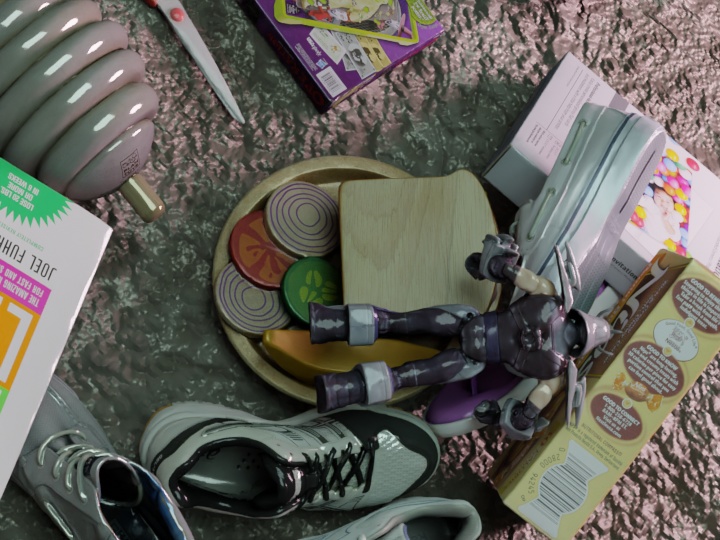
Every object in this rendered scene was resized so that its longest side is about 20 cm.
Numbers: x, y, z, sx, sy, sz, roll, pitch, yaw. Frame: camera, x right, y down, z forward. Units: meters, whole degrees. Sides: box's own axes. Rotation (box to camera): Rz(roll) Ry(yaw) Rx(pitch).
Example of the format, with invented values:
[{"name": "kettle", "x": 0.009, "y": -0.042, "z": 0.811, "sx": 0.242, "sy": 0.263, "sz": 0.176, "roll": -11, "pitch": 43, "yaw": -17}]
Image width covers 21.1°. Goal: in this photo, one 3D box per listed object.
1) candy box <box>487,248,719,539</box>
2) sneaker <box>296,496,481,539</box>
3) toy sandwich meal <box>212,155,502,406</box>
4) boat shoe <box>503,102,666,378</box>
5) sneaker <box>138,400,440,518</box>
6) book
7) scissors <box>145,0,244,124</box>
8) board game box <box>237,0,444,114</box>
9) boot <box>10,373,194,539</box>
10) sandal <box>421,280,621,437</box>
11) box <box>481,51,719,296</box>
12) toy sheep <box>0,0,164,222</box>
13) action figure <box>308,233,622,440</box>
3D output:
[{"name": "candy box", "x": 0.169, "y": 0.081, "z": 1.284, "sx": 0.055, "sy": 0.115, "sz": 0.201, "roll": 38, "pitch": 92, "yaw": -4}, {"name": "sneaker", "x": -0.009, "y": 0.190, "z": 1.235, "sx": 0.199, "sy": 0.087, "sz": 0.075, "roll": -27, "pitch": 83, "yaw": -27}, {"name": "toy sandwich meal", "x": 0.000, "y": 0.000, "z": 1.300, "sx": 0.203, "sy": 0.070, "sz": 0.207, "roll": 3, "pitch": 68, "yaw": -7}, {"name": "boat shoe", "x": 0.134, "y": -0.022, "z": 1.301, "sx": 0.066, "sy": 0.074, "sz": 0.201, "roll": 24, "pitch": 71, "yaw": 24}, {"name": "sneaker", "x": -0.040, "y": 0.131, "z": 1.233, "sx": 0.198, "sy": 0.088, "sz": 0.076, "roll": 0, "pitch": 106, "yaw": -14}, {"name": "book", "x": -0.242, "y": 0.028, "z": 1.163, "sx": 0.133, "sy": 0.048, "sz": 0.201, "roll": 32, "pitch": 57, "yaw": -23}, {"name": "scissors", "x": -0.133, "y": -0.195, "z": 1.376, "sx": 0.200, "sy": 0.014, "sz": 0.073, "roll": 44, "pitch": 59, "yaw": 1}, {"name": "board game box", "x": -0.041, "y": -0.225, "z": 1.418, "sx": 0.120, "sy": 0.032, "sz": 0.201, "roll": -34, "pitch": 86, "yaw": -25}, {"name": "boot", "x": -0.168, "y": 0.122, "z": 1.193, "sx": 0.073, "sy": 0.096, "sz": 0.200, "roll": -38, "pitch": 87, "yaw": -29}, {"name": "sandal", "x": 0.103, "y": 0.049, "z": 1.338, "sx": 0.202, "sy": 0.082, "sz": 0.050, "roll": -38, "pitch": 106, "yaw": -40}, {"name": "box", "x": 0.195, "y": -0.052, "z": 1.406, "sx": 0.200, "sy": 0.041, "sz": 0.156, "roll": 41, "pitch": 38, "yaw": -4}, {"name": "toy sheep", "x": -0.196, "y": -0.110, "z": 1.251, "sx": 0.200, "sy": 0.138, "sz": 0.138, "roll": 44, "pitch": 61, "yaw": -1}, {"name": "action figure", "x": 0.067, "y": 0.043, "z": 1.219, "sx": 0.198, "sy": 0.069, "sz": 0.132, "roll": -4, "pitch": 82, "yaw": -3}]
